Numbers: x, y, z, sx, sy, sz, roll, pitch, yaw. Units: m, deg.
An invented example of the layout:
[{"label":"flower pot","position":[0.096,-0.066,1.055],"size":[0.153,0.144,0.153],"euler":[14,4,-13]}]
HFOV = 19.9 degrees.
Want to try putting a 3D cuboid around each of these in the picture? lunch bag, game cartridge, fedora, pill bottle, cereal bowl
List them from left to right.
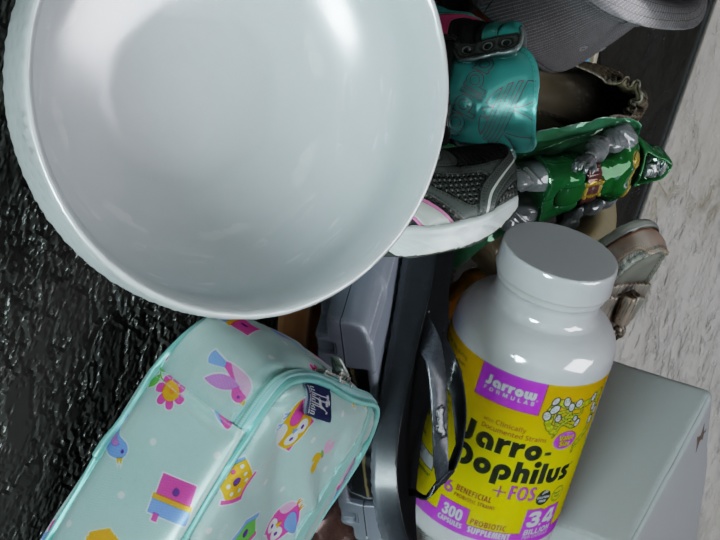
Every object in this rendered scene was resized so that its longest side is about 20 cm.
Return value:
[{"label":"cereal bowl","position":[-0.065,-0.080,0.895],"size":[0.199,0.083,0.201],"euler":[0,90,-27]},{"label":"lunch bag","position":[-0.074,0.121,1.056],"size":[0.200,0.077,0.160],"euler":[-57,153,2]},{"label":"game cartridge","position":[0.011,0.047,1.197],"size":[0.200,0.040,0.134],"euler":[84,13,-47]},{"label":"pill bottle","position":[0.097,0.074,1.284],"size":[0.104,0.104,0.201],"euler":[-36,146,-57]},{"label":"fedora","position":[0.123,-0.188,1.293],"size":[0.090,0.177,0.200],"euler":[-49,172,25]}]

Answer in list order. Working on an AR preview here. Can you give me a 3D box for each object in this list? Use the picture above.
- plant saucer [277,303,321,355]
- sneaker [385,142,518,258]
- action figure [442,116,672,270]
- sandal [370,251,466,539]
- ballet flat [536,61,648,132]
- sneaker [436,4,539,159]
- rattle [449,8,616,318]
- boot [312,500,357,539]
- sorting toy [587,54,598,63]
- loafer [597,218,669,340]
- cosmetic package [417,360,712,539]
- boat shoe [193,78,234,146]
[{"label":"plant saucer","position":[0.000,0.000,1.263],"size":[0.200,0.032,0.201],"euler":[-51,150,-45]},{"label":"sneaker","position":[-0.003,-0.053,1.067],"size":[0.199,0.080,0.087],"euler":[-11,110,-30]},{"label":"action figure","position":[0.123,-0.055,1.308],"size":[0.199,0.055,0.118],"euler":[-17,139,-35]},{"label":"sandal","position":[0.038,0.060,1.144],"size":[0.076,0.043,0.201],"euler":[42,55,-76]},{"label":"ballet flat","position":[0.117,-0.112,1.317],"size":[0.200,0.046,0.068],"euler":[3,83,-43]},{"label":"sneaker","position":[0.039,-0.094,1.160],"size":[0.200,0.120,0.084],"euler":[-44,141,-50]},{"label":"rattle","position":[0.088,-0.074,1.410],"size":[0.130,0.143,0.201],"euler":[-28,97,-14]},{"label":"boot","position":[-0.028,0.229,1.352],"size":[0.200,0.072,0.167],"euler":[-52,139,-39]},{"label":"sorting toy","position":[0.151,-0.212,1.465],"size":[0.200,0.036,0.186],"euler":[-15,120,-65]},{"label":"loafer","position":[0.140,0.050,1.353],"size":[0.072,0.063,0.200],"euler":[2,140,-46]},{"label":"cosmetic package","position":[0.128,0.166,1.471],"size":[0.166,0.199,0.168],"euler":[-53,150,-41]},{"label":"boat shoe","position":[-0.050,-0.126,0.997],"size":[0.202,0.072,0.061],"euler":[-58,155,-15]}]
